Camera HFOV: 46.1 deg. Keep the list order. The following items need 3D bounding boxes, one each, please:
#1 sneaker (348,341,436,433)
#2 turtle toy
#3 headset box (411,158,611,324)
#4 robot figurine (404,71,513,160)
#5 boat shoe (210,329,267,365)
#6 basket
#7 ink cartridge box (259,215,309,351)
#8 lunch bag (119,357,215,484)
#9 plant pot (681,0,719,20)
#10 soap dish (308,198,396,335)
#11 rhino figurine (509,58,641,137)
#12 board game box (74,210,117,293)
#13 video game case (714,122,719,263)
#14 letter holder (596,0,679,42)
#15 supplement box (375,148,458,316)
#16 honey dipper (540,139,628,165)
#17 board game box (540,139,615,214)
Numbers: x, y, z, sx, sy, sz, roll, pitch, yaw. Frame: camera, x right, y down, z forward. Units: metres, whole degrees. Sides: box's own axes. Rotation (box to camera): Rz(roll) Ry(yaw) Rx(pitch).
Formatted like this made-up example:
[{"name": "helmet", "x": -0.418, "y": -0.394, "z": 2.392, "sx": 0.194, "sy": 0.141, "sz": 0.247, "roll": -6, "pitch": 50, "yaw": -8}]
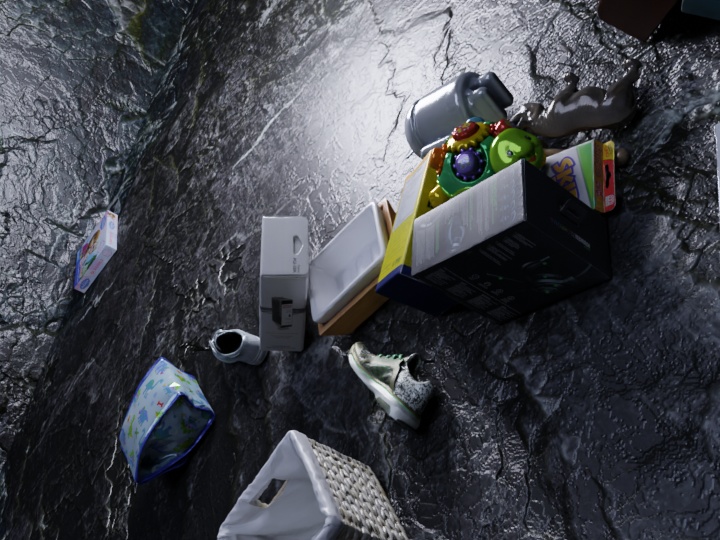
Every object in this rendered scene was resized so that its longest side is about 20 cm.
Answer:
[{"name": "sneaker", "x": 0.053, "y": 0.153, "z": 1.238, "sx": 0.089, "sy": 0.077, "sz": 0.200, "roll": -45, "pitch": 38, "yaw": 1}, {"name": "turtle toy", "x": 0.171, "y": -0.146, "z": 1.127, "sx": 0.145, "sy": 0.102, "sz": 0.199, "roll": -40, "pitch": 29, "yaw": -17}, {"name": "headset box", "x": 0.193, "y": -0.031, "z": 1.065, "sx": 0.199, "sy": 0.173, "sz": 0.094, "roll": -28, "pitch": 46, "yaw": 42}, {"name": "robot figurine", "x": 0.149, "y": -0.242, "z": 1.356, "sx": 0.199, "sy": 0.113, "sz": 0.170, "roll": -23, "pitch": 28, "yaw": 45}, {"name": "boat shoe", "x": -0.256, "y": 0.143, "z": 1.675, "sx": 0.200, "sy": 0.071, "sz": 0.071, "roll": 0, "pitch": 65, "yaw": 55}, {"name": "basket", "x": -0.064, "y": 0.364, "z": 1.137, "sx": 0.199, "sy": 0.160, "sz": 0.200, "roll": -54, "pitch": 33, "yaw": 10}, {"name": "ink cartridge box", "x": -0.137, "y": 0.024, "z": 1.492, "sx": 0.202, "sy": 0.082, "sz": 0.148, "roll": 97, "pitch": 172, "yaw": -46}, {"name": "lunch bag", "x": -0.403, "y": 0.310, "z": 1.705, "sx": 0.201, "sy": 0.127, "sz": 0.170, "roll": -50, "pitch": 32, "yaw": -2}, {"name": "plant pot", "x": 0.465, "y": -0.352, "z": 0.909, "sx": 0.159, "sy": 0.201, "sz": 0.203, "roll": 26, "pitch": 86, "yaw": 17}, {"name": "soap dish", "x": 0.000, "y": 0.000, "z": 1.410, "sx": 0.200, "sy": 0.081, "sz": 0.159, "roll": -42, "pitch": 36, "yaw": 27}, {"name": "rhino figurine", "x": 0.289, "y": -0.222, "z": 1.161, "sx": 0.198, "sy": 0.060, "sz": 0.089, "roll": -8, "pitch": 57, "yaw": 36}, {"name": "board game box", "x": -0.854, "y": -0.062, "z": 2.732, "sx": 0.200, "sy": 0.041, "sz": 0.201, "roll": -48, "pitch": 34, "yaw": 20}, {"name": "video game case", "x": 0.464, "y": -0.103, "z": 0.855, "sx": 0.199, "sy": 0.045, "sz": 0.183, "roll": -23, "pitch": 47, "yaw": 46}, {"name": "letter holder", "x": 0.350, "y": -0.399, "z": 1.078, "sx": 0.102, "sy": 0.141, "sz": 0.200, "roll": -63, "pitch": -4, "yaw": -3}, {"name": "supplement box", "x": 0.110, "y": -0.053, "z": 1.241, "sx": 0.109, "sy": 0.108, "sz": 0.203, "roll": 139, "pitch": 149, "yaw": -66}, {"name": "honey dipper", "x": 0.288, "y": -0.163, "z": 1.169, "sx": 0.199, "sy": 0.038, "sz": 0.038, "roll": 13, "pitch": 76, "yaw": 55}, {"name": "board game box", "x": 0.259, "y": -0.106, "z": 1.147, "sx": 0.199, "sy": 0.030, "sz": 0.097, "roll": -16, "pitch": 65, "yaw": 50}]
